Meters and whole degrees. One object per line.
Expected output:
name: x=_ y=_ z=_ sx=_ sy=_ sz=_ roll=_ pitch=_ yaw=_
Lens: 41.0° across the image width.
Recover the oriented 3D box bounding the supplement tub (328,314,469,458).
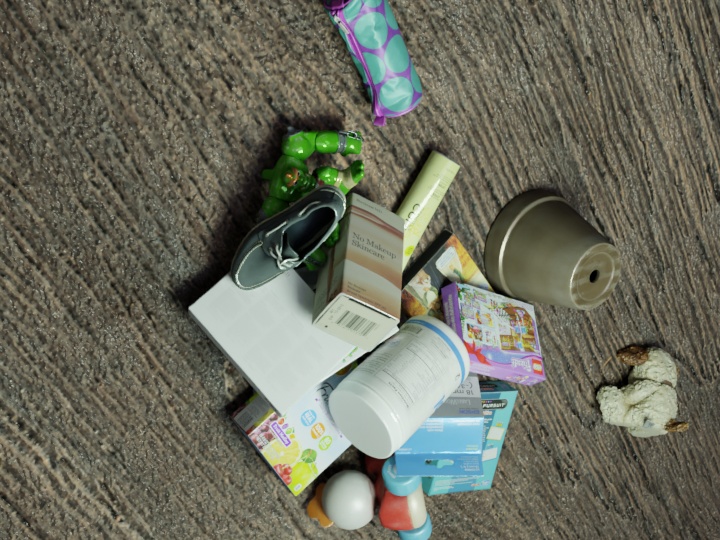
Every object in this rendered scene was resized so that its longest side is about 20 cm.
supplement tub: x=0.062 y=0.172 z=1.456 sx=0.200 sy=0.131 sz=0.133 roll=-40 pitch=128 yaw=-33

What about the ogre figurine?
ogre figurine: x=-0.074 y=-0.113 z=1.355 sx=0.119 sy=0.098 sz=0.201 roll=19 pitch=105 yaw=-27

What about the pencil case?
pencil case: x=0.018 y=-0.311 z=1.349 sx=0.093 sy=0.085 sz=0.201 roll=-49 pitch=129 yaw=-27

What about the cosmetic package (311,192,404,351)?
cosmetic package: x=0.000 y=0.000 z=1.378 sx=0.103 sy=0.201 sz=0.087 roll=24 pitch=133 yaw=-21

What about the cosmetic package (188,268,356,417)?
cosmetic package: x=-0.123 y=0.082 z=1.363 sx=0.151 sy=0.052 sz=0.200 roll=-41 pitch=87 yaw=-15

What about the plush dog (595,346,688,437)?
plush dog: x=0.589 y=0.239 z=1.950 sx=0.199 sy=0.160 sz=0.173 roll=26 pitch=68 yaw=-40

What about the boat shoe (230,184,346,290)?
boat shoe: x=-0.102 y=-0.038 z=1.295 sx=0.199 sy=0.062 sz=0.073 roll=-38 pitch=109 yaw=14

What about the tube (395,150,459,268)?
tube: x=0.087 y=-0.089 z=1.515 sx=0.058 sy=0.052 sz=0.201 roll=31 pitch=97 yaw=2

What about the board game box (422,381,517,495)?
board game box: x=0.193 y=0.303 z=1.750 sx=0.150 sy=0.047 sz=0.202 roll=3 pitch=107 yaw=-35

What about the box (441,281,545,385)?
box: x=0.222 y=0.107 z=1.602 sx=0.199 sy=0.039 sz=0.138 roll=17 pitch=57 yaw=-38

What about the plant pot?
plant pot: x=0.340 y=-0.017 z=1.638 sx=0.199 sy=0.173 sz=0.202 roll=-15 pitch=118 yaw=-30

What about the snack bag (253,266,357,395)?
snack bag: x=-0.088 y=0.080 z=1.482 sx=0.187 sy=0.021 sz=0.202 roll=-17 pitch=118 yaw=-29

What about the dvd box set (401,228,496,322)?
dvd box set: x=0.148 y=0.049 z=1.623 sx=0.146 sy=0.029 sz=0.200 roll=-46 pitch=127 yaw=-10

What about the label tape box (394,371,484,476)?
label tape box: x=0.122 y=0.227 z=1.543 sx=0.143 sy=0.201 sz=0.064 roll=0 pitch=135 yaw=-5

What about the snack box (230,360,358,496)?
snack box: x=-0.077 y=0.223 z=1.496 sx=0.200 sy=0.068 sz=0.169 roll=-42 pitch=131 yaw=-14

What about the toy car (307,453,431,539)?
toy car: x=0.004 y=0.359 z=1.604 sx=0.198 sy=0.178 sz=0.185 roll=-12 pitch=134 yaw=1

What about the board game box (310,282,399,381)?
board game box: x=-0.057 y=0.089 z=1.426 sx=0.199 sy=0.035 sz=0.127 roll=-32 pitch=84 yaw=-21
